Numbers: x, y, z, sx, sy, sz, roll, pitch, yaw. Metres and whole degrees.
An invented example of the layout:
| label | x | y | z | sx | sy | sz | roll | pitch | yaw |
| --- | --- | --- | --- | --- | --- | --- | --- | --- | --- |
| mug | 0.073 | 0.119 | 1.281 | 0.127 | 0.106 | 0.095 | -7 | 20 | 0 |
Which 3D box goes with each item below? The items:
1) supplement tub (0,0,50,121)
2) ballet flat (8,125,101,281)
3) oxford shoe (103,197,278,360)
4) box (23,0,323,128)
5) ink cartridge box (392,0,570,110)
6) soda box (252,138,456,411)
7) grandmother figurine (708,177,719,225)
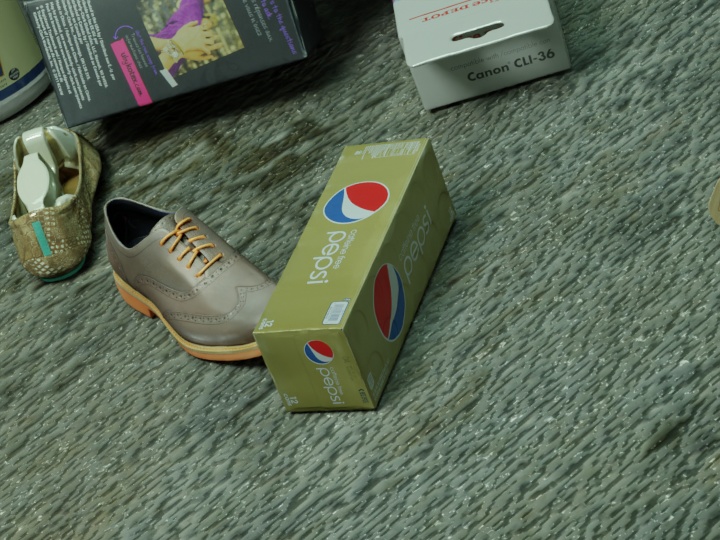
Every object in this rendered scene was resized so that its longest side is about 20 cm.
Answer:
| label | x | y | z | sx | sy | sz | roll | pitch | yaw |
| --- | --- | --- | --- | --- | --- | --- | --- | --- | --- |
| supplement tub | -0.349 | -0.229 | 1.783 | 0.145 | 0.200 | 0.145 | -15 | 34 | 10 |
| ballet flat | -0.232 | -0.070 | 1.615 | 0.070 | 0.065 | 0.200 | -19 | 33 | 1 |
| oxford shoe | -0.112 | 0.003 | 1.436 | 0.071 | 0.073 | 0.200 | -40 | 38 | -26 |
| box | -0.142 | -0.195 | 1.679 | 0.200 | 0.106 | 0.122 | -15 | 12 | 8 |
| ink cartridge box | 0.088 | -0.189 | 1.607 | 0.116 | 0.068 | 0.200 | -16 | 32 | 8 |
| soda box | 0.000 | 0.000 | 1.385 | 0.064 | 0.068 | 0.200 | -4 | 37 | 25 |
| grandmother figurine | 0.294 | -0.092 | 1.371 | 0.121 | 0.061 | 0.200 | 32 | 52 | 19 |
